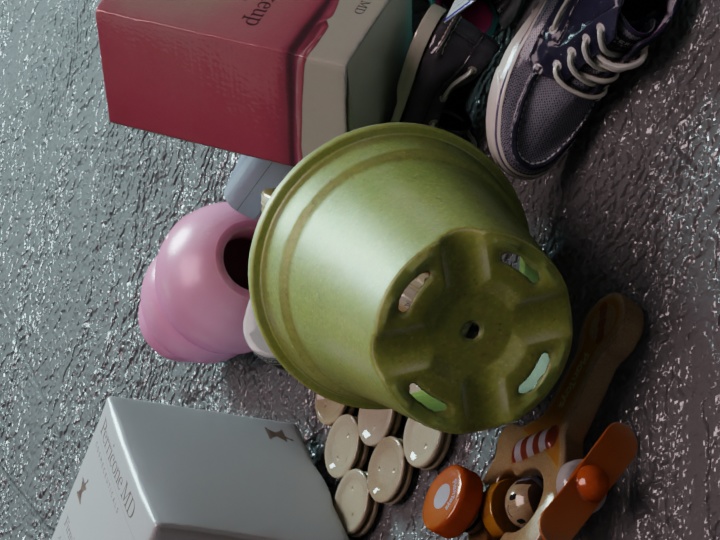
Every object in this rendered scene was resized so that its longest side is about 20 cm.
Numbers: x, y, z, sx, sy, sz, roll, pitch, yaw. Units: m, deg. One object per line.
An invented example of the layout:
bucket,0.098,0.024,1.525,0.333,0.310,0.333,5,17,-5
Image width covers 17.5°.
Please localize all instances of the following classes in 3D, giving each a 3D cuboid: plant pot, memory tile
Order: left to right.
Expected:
memory tile,0.013,0.088,1.756,0.153,0.017,0.200,-48,40,40
plant pot,0.046,0.019,1.511,0.184,0.200,0.201,-141,68,-68

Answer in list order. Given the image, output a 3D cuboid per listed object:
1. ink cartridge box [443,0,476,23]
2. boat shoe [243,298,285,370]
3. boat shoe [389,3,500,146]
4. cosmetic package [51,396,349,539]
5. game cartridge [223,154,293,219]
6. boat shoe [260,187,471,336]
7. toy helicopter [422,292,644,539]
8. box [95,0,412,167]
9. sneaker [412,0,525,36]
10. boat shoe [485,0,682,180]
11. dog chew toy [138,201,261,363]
ink cartridge box,0.127,-0.254,1.613,0.095,0.037,0.200,-30,28,58
boat shoe,-0.031,-0.020,1.793,0.071,0.064,0.200,22,82,20
boat shoe,0.054,-0.100,1.712,0.073,0.063,0.200,-59,-12,-48
cosmetic package,-0.132,0.230,1.778,0.200,0.166,0.167,-66,29,25
game cartridge,-0.046,-0.136,1.851,0.133,0.042,0.200,-45,15,44
boat shoe,0.000,0.000,1.706,0.200,0.074,0.069,29,113,33
toy helicopter,0.129,0.107,1.490,0.200,0.079,0.132,-64,22,-4
box,-0.074,-0.162,1.706,0.128,0.200,0.109,-59,-24,-43
sneaker,0.063,-0.213,1.742,0.200,0.084,0.121,-38,37,46
boat shoe,0.150,-0.146,1.557,0.200,0.075,0.093,-69,22,11
dog chew toy,-0.124,0.021,1.929,0.200,0.124,0.125,143,134,-60
